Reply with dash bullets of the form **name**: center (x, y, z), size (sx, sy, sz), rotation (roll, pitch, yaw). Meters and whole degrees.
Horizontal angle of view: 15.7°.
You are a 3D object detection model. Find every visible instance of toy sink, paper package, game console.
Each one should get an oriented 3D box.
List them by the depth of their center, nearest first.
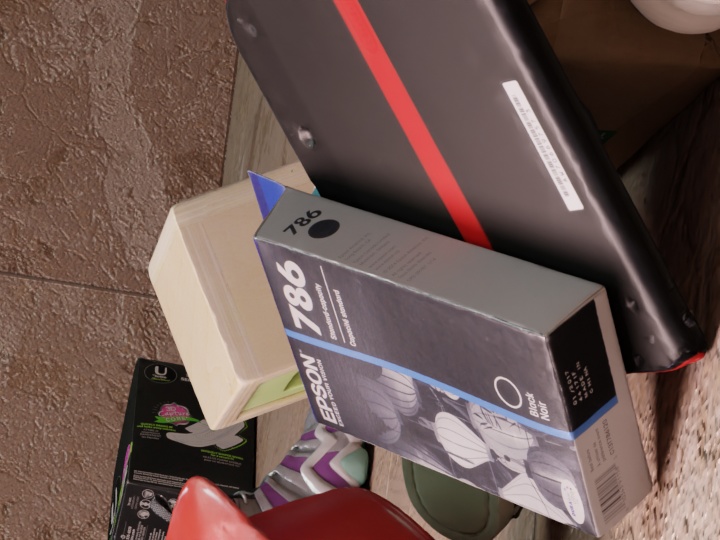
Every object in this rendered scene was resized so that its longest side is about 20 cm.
- **game console**: center (0.036, -0.045, 0.999), size (0.177, 0.031, 0.200), rotation (-9, 114, 57)
- **paper package**: center (0.088, -0.149, 1.068), size (0.200, 0.103, 0.191), rotation (135, 144, -76)
- **toy sink**: center (0.000, 0.000, 1.428), size (0.130, 0.200, 0.112), rotation (127, 122, -72)

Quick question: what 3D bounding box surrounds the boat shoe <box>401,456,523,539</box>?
- **boat shoe**: center (0.056, 0.025, 1.126), size (0.061, 0.072, 0.201), rotation (-37, -38, -41)

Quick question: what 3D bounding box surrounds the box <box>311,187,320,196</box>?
- **box**: center (0.034, -0.055, 1.192), size (0.200, 0.049, 0.082), rotation (-59, -24, -19)

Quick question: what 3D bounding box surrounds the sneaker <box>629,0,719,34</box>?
- **sneaker**: center (0.120, -0.190, 0.935), size (0.080, 0.074, 0.200), rotation (151, 106, -70)

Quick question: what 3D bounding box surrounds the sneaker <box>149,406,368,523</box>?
- **sneaker**: center (-0.069, 0.154, 1.731), size (0.078, 0.140, 0.200), rotation (106, 169, -45)

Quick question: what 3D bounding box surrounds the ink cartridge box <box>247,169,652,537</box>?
- **ink cartridge box**: center (0.021, 0.030, 1.029), size (0.200, 0.039, 0.099), rotation (19, 137, 45)

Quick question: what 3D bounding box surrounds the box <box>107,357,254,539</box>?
- **box**: center (-0.176, 0.207, 2.544), size (0.200, 0.124, 0.149), rotation (-90, 13, -55)

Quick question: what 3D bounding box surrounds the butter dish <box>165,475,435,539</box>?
- **butter dish**: center (0.012, 0.179, 1.144), size (0.199, 0.148, 0.200), rotation (46, 147, 21)

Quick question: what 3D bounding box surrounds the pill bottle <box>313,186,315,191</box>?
- **pill bottle**: center (0.035, -0.056, 1.309), size (0.114, 0.114, 0.200), rotation (112, 165, -59)
